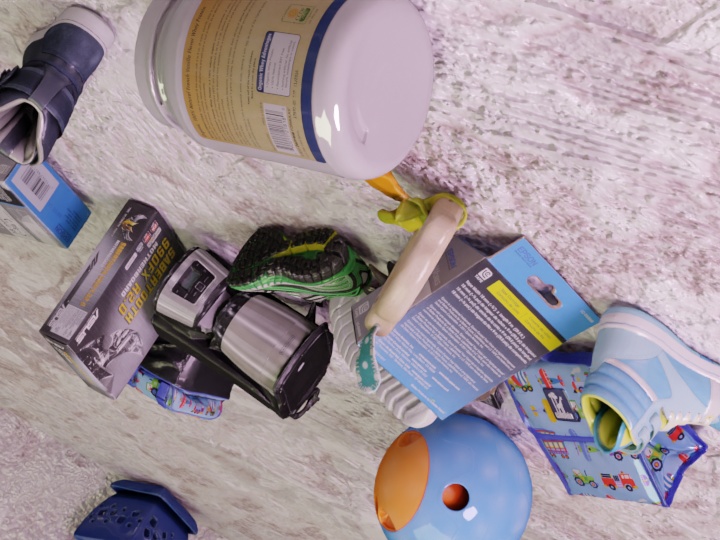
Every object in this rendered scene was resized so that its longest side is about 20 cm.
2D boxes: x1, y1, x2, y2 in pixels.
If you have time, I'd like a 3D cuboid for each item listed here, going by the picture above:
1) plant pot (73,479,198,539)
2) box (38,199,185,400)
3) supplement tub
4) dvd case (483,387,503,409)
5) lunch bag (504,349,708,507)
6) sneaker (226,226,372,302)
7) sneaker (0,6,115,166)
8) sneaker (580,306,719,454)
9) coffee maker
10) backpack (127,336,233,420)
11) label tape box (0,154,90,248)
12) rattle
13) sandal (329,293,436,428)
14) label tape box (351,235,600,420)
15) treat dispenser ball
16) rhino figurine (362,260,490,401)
[{"bbox_3d":[-0.507,0.602,3.187,0.200,0.180,0.200,2,141,38],"label":"plant pot"},{"bbox_3d":[-0.291,0.038,1.685,0.048,0.200,0.158,22,157,25],"label":"box"},{"bbox_3d":[-0.060,-0.154,1.061,0.200,0.145,0.144,14,154,31],"label":"supplement tub"},{"bbox_3d":[0.071,0.110,1.618,0.200,0.016,0.149,22,172,13],"label":"dvd case"},{"bbox_3d":[0.246,0.147,1.470,0.200,0.094,0.150,52,152,-21],"label":"lunch bag"},{"bbox_3d":[-0.072,0.006,1.519,0.200,0.078,0.085,4,150,47],"label":"sneaker"},{"bbox_3d":[-0.320,-0.165,1.351,0.077,0.146,0.202,32,159,-14],"label":"sneaker"},{"bbox_3d":[0.288,0.138,1.311,0.200,0.131,0.080,33,156,-14],"label":"sneaker"},{"bbox_3d":[-0.146,0.085,1.673,0.200,0.135,0.192,33,139,15],"label":"coffee maker"},{"bbox_3d":[-0.268,0.096,1.846,0.200,0.135,0.183,26,179,21],"label":"backpack"},{"bbox_3d":[-0.459,-0.107,1.732,0.200,0.063,0.144,13,153,33],"label":"label tape box"},{"bbox_3d":[0.000,0.000,1.266,0.143,0.130,0.200,25,117,-17],"label":"rattle"},{"bbox_3d":[0.028,0.092,1.523,0.050,0.082,0.203,1,-132,-46],"label":"sandal"},{"bbox_3d":[0.114,0.043,1.365,0.200,0.063,0.144,-34,125,19],"label":"label tape box"},{"bbox_3d":[0.116,0.281,1.735,0.201,0.201,0.201,24,158,10],"label":"treat dispenser ball"},{"bbox_3d":[0.069,0.056,1.472,0.200,0.060,0.087,43,-176,-30],"label":"rhino figurine"}]
